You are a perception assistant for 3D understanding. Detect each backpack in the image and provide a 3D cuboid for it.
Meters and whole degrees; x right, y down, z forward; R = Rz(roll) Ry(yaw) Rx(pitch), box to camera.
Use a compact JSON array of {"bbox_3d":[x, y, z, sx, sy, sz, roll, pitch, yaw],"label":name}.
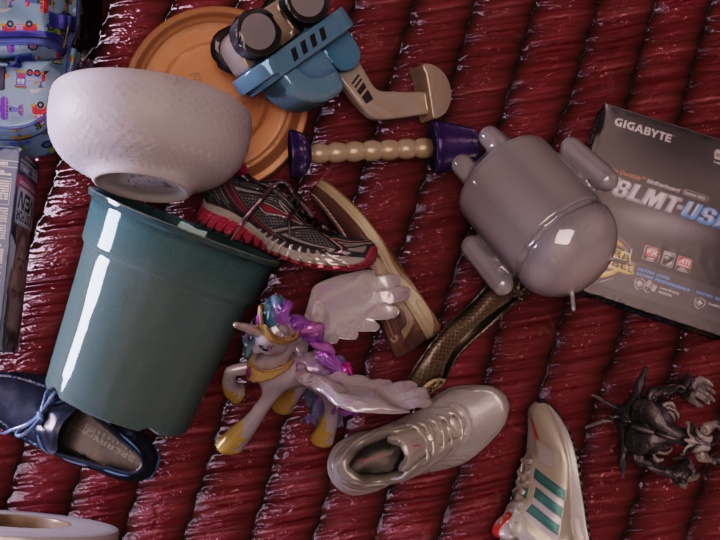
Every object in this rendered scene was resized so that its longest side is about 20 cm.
[{"bbox_3d":[-0.361,-0.221,1.285,0.181,0.135,0.202,6,87,0],"label":"backpack"}]

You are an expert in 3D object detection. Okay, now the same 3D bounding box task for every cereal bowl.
[{"bbox_3d":[-0.204,-0.118,1.210,0.199,0.200,0.084,7,76,-1],"label":"cereal bowl"}]

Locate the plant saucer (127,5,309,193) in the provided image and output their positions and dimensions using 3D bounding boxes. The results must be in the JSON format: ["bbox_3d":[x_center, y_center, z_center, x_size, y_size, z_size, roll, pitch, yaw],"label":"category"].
[{"bbox_3d":[-0.153,-0.182,1.338,0.199,0.032,0.202,0,84,-2],"label":"plant saucer"}]

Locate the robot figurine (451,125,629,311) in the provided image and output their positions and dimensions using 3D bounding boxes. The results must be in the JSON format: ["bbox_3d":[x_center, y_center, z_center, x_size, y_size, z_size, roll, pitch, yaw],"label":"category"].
[{"bbox_3d":[0.177,-0.055,1.263,0.170,0.113,0.200,-46,63,17],"label":"robot figurine"}]

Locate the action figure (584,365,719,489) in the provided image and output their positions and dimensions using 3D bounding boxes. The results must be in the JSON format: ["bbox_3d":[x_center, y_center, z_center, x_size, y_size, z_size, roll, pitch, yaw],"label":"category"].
[{"bbox_3d":[0.335,0.168,1.288,0.199,0.102,0.120,15,93,26],"label":"action figure"}]

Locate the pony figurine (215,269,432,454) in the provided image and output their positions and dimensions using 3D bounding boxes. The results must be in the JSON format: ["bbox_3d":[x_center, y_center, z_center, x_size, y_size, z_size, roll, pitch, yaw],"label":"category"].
[{"bbox_3d":[-0.044,0.097,1.232,0.192,0.201,0.167,-1,50,-19],"label":"pony figurine"}]

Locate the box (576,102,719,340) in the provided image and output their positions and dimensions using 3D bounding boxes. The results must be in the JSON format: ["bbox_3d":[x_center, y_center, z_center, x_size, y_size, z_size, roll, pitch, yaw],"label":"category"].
[{"bbox_3d":[0.318,-0.051,1.332,0.199,0.050,0.200,19,86,0],"label":"box"}]

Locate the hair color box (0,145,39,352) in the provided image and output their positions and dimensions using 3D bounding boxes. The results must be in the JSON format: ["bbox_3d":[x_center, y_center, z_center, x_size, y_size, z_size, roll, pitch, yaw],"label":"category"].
[{"bbox_3d":[-0.372,-0.020,1.280,0.060,0.100,0.202,6,85,-3],"label":"hair color box"}]

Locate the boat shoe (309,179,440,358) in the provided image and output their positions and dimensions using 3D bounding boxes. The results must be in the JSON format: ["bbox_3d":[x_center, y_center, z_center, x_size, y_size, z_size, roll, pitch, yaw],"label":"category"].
[{"bbox_3d":[0.000,0.000,1.307,0.072,0.072,0.201,-35,90,-3],"label":"boat shoe"}]

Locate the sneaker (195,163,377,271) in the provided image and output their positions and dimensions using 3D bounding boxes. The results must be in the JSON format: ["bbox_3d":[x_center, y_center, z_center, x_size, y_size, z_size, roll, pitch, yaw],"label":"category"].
[{"bbox_3d":[-0.073,-0.051,1.266,0.199,0.081,0.075,22,96,19],"label":"sneaker"}]

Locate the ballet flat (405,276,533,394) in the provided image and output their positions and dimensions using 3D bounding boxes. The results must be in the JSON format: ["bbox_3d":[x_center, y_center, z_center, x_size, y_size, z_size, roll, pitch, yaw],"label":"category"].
[{"bbox_3d":[0.115,0.064,1.307,0.046,0.067,0.200,39,78,10],"label":"ballet flat"}]

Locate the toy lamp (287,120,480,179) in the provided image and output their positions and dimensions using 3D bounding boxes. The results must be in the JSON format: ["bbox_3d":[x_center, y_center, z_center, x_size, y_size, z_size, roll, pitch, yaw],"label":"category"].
[{"bbox_3d":[0.025,-0.127,1.319,0.198,0.058,0.059,-2,84,-9],"label":"toy lamp"}]

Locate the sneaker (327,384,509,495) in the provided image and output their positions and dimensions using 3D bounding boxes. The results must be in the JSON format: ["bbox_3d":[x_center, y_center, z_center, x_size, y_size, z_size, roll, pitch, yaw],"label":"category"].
[{"bbox_3d":[0.063,0.175,1.275,0.199,0.099,0.078,-26,86,-4],"label":"sneaker"}]

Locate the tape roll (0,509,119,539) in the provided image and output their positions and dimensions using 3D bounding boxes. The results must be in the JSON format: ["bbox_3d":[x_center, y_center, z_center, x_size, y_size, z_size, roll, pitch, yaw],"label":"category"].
[{"bbox_3d":[-0.335,0.307,1.200,0.201,0.203,0.140,6,84,-1],"label":"tape roll"}]

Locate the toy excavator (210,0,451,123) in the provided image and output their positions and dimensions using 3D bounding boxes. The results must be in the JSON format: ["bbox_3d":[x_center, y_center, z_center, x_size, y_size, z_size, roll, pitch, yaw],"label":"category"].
[{"bbox_3d":[-0.027,-0.204,1.302,0.194,0.100,0.201,-37,102,-20],"label":"toy excavator"}]

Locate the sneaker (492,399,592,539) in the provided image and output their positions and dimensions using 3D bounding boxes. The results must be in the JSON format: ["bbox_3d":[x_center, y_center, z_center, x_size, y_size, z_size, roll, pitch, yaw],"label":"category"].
[{"bbox_3d":[0.177,0.235,1.287,0.093,0.070,0.201,-9,85,-4],"label":"sneaker"}]

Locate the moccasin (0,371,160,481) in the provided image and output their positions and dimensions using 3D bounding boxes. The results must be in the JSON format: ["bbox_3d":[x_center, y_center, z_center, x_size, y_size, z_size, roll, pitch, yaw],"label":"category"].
[{"bbox_3d":[-0.295,0.151,1.282,0.199,0.068,0.081,20,84,0],"label":"moccasin"}]

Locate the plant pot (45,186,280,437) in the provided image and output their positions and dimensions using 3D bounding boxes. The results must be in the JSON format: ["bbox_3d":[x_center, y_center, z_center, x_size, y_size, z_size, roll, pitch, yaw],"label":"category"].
[{"bbox_3d":[-0.205,0.045,1.244,0.199,0.200,0.197,21,93,0],"label":"plant pot"}]
